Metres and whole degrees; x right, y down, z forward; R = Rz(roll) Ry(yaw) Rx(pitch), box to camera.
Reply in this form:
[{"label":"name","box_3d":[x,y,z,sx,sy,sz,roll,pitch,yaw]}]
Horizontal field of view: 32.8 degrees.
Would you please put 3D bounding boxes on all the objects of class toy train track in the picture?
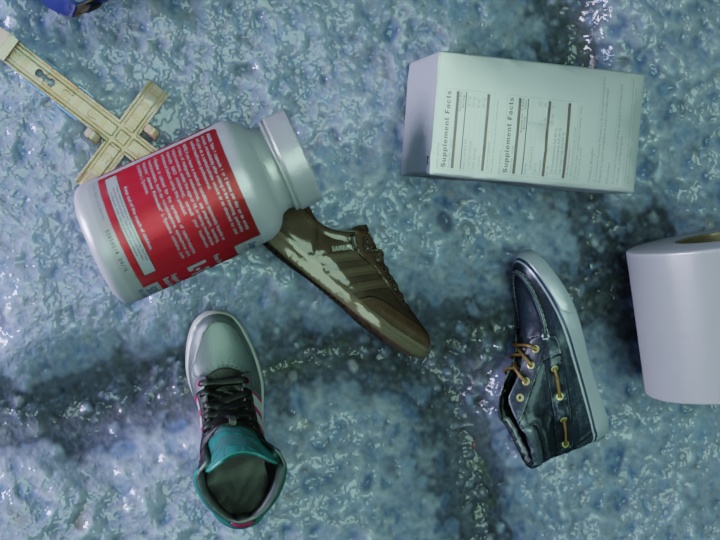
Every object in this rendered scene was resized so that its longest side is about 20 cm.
[{"label":"toy train track","box_3d":[-0.247,-0.146,1.095,0.199,0.033,0.115,37,84,-10]}]

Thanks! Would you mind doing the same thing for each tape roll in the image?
[{"label":"tape roll","box_3d":[0.358,0.035,1.153,0.200,0.203,0.142,-10,95,-12]}]

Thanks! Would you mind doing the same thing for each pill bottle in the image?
[{"label":"pill bottle","box_3d":[-0.139,-0.061,1.070,0.198,0.112,0.114,-24,97,-2]}]

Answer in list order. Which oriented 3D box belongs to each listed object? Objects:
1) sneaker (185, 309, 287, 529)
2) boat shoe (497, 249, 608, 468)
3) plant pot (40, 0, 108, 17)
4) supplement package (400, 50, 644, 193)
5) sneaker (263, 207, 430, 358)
[{"label":"sneaker","box_3d":[-0.116,0.139,1.091,0.082,0.121,0.203,-10,94,-12]},{"label":"boat shoe","box_3d":[0.167,0.088,1.177,0.090,0.071,0.203,-24,99,-15]},{"label":"plant pot","box_3d":[-0.220,-0.325,1.015,0.198,0.200,0.182,-29,104,-10]},{"label":"supplement package","box_3d":[0.148,-0.135,1.143,0.197,0.114,0.111,4,93,-13]},{"label":"sneaker","box_3d":[0.000,0.000,1.138,0.199,0.070,0.076,39,83,-12]}]
